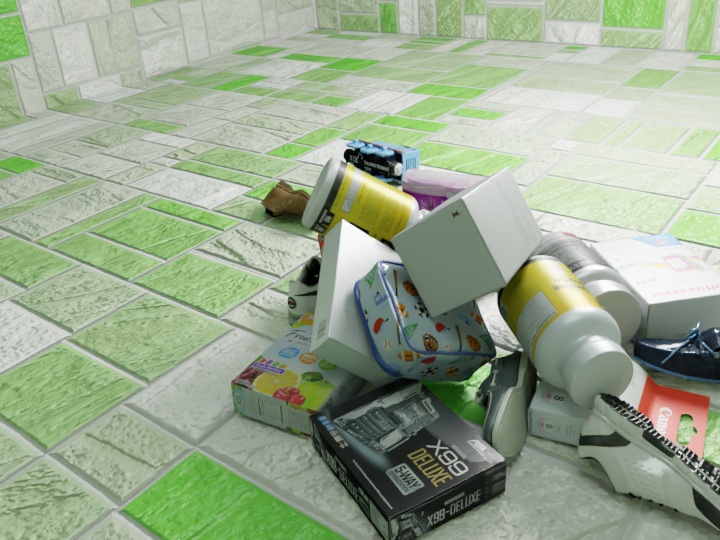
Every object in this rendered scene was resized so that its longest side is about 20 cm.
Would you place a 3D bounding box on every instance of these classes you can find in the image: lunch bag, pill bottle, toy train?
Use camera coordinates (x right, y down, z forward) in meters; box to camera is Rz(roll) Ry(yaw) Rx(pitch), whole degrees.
[{"bbox_3d":[0.088,0.064,0.973,0.197,0.076,0.163,11,46,-42],"label":"lunch bag"},{"bbox_3d":[0.019,-0.079,1.109,0.197,0.116,0.115,25,26,-10],"label":"pill bottle"},{"bbox_3d":[0.047,-0.259,1.713,0.113,0.089,0.198,-14,26,-37],"label":"toy train"},{"bbox_3d":[0.255,0.075,0.911,0.109,0.114,0.201,-10,32,-9],"label":"pill bottle"},{"bbox_3d":[0.323,0.029,1.077,0.111,0.116,0.201,-8,25,-5],"label":"pill bottle"}]

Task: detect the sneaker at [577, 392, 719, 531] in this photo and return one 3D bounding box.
[{"bbox_3d":[0.325,0.223,0.787,0.199,0.081,0.073,39,18,35],"label":"sneaker"}]

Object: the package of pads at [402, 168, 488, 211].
[{"bbox_3d":[0.176,-0.124,1.390,0.196,0.123,0.076,10,31,26],"label":"package of pads"}]

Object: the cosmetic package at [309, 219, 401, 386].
[{"bbox_3d":[0.012,0.049,1.007,0.149,0.052,0.203,28,46,-25],"label":"cosmetic package"}]

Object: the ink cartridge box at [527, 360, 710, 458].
[{"bbox_3d":[0.326,0.162,0.909,0.196,0.058,0.162,5,29,29],"label":"ink cartridge box"}]

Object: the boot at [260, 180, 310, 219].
[{"bbox_3d":[-0.142,-0.128,1.528,0.075,0.074,0.199,-39,35,-19],"label":"boot"}]

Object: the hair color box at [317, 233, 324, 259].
[{"bbox_3d":[0.000,0.000,1.159,0.109,0.064,0.202,22,30,-26],"label":"hair color box"}]

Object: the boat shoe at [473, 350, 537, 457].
[{"bbox_3d":[0.177,0.166,0.914,0.061,0.074,0.200,-7,22,27],"label":"boat shoe"}]

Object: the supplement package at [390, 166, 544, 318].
[{"bbox_3d":[0.147,-0.042,0.960,0.116,0.119,0.199,-27,4,33],"label":"supplement package"}]

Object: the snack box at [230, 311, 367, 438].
[{"bbox_3d":[-0.067,0.138,1.012,0.140,0.054,0.200,12,32,26],"label":"snack box"}]

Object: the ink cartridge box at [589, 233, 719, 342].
[{"bbox_3d":[0.450,0.029,1.097,0.141,0.086,0.201,-8,29,-5],"label":"ink cartridge box"}]

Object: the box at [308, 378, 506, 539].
[{"bbox_3d":[0.050,0.214,0.853,0.155,0.051,0.200,-18,30,-23],"label":"box"}]

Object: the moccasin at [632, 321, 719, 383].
[{"bbox_3d":[0.466,0.105,0.960,0.195,0.070,0.080,7,17,14],"label":"moccasin"}]

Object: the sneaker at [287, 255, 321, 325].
[{"bbox_3d":[-0.051,0.009,1.217,0.073,0.090,0.199,11,30,30],"label":"sneaker"}]
